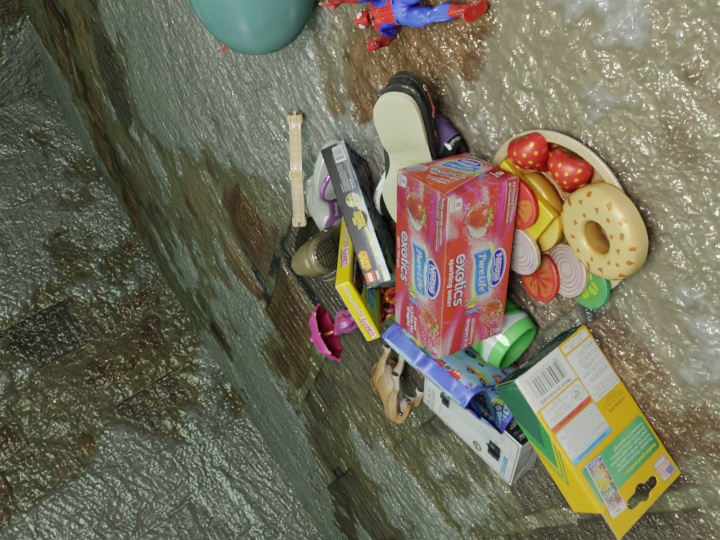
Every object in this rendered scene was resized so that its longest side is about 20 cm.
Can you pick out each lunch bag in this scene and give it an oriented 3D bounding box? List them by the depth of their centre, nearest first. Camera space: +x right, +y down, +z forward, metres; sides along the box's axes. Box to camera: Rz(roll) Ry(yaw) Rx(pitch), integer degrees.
[{"bbox_3d":[0.127,0.131,0.844,0.150,0.095,0.199,39,-172,36],"label":"lunch bag"}]

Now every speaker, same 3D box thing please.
[{"bbox_3d":[0.140,0.038,0.850,0.200,0.088,0.089,45,151,30],"label":"speaker"}]

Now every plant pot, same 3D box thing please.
[{"bbox_3d":[-0.144,-0.389,0.822,0.201,0.199,0.162,48,163,24],"label":"plant pot"}]

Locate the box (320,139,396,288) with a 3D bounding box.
[{"bbox_3d":[0.008,-0.074,0.903,0.137,0.039,0.203,9,-118,-76],"label":"box"}]

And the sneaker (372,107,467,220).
[{"bbox_3d":[0.078,-0.115,0.825,0.088,0.075,0.201,45,151,17],"label":"sneaker"}]

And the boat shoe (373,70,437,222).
[{"bbox_3d":[0.061,-0.132,0.736,0.073,0.064,0.203,5,137,19],"label":"boat shoe"}]

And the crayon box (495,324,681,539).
[{"bbox_3d":[0.262,0.183,0.725,0.202,0.125,0.052,58,155,6],"label":"crayon box"}]

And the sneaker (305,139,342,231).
[{"bbox_3d":[-0.064,-0.143,1.050,0.100,0.074,0.201,49,151,28],"label":"sneaker"}]

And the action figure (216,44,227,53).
[{"bbox_3d":[-0.230,-0.432,1.040,0.200,0.098,0.066,41,150,30],"label":"action figure"}]

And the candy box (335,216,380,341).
[{"bbox_3d":[0.000,0.000,0.917,0.201,0.026,0.103,-87,-25,-55],"label":"candy box"}]

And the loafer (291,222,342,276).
[{"bbox_3d":[-0.044,-0.037,0.999,0.067,0.199,0.077,-12,94,29],"label":"loafer"}]

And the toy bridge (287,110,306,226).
[{"bbox_3d":[-0.110,-0.171,1.076,0.067,0.027,0.203,-103,12,-66],"label":"toy bridge"}]

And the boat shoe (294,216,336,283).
[{"bbox_3d":[-0.064,-0.030,1.159,0.073,0.076,0.200,26,-163,-33],"label":"boat shoe"}]

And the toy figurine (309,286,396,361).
[{"bbox_3d":[0.005,0.071,1.016,0.151,0.183,0.200,59,154,1],"label":"toy figurine"}]

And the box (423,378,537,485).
[{"bbox_3d":[0.187,0.220,0.978,0.200,0.060,0.118,42,149,34],"label":"box"}]

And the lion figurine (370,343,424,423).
[{"bbox_3d":[0.059,0.217,1.133,0.201,0.071,0.124,-94,18,-64],"label":"lion figurine"}]

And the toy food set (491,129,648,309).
[{"bbox_3d":[0.206,-0.051,0.677,0.201,0.048,0.199,52,153,17],"label":"toy food set"}]

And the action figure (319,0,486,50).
[{"bbox_3d":[0.033,-0.284,0.691,0.199,0.098,0.066,20,133,57],"label":"action figure"}]

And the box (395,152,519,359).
[{"bbox_3d":[0.104,-0.017,0.707,0.095,0.099,0.203,39,138,48],"label":"box"}]
